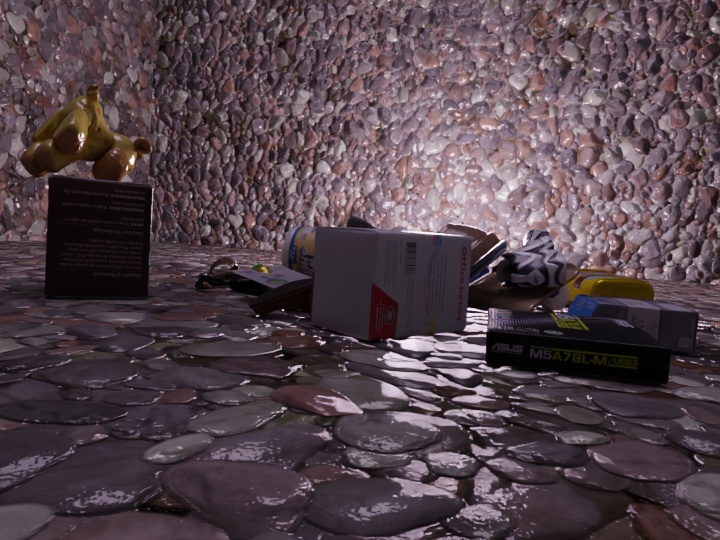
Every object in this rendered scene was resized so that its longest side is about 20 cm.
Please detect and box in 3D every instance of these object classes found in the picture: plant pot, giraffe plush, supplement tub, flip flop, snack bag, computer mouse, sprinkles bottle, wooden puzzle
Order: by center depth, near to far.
[{"bbox_3d":[-0.499,-0.229,1.040,0.171,0.202,0.162,-8,-37,34],"label":"giraffe plush"},{"bbox_3d":[0.166,-0.025,1.077,0.200,0.093,0.201,-40,-6,-5],"label":"plant pot"},{"bbox_3d":[0.224,0.006,1.119,0.021,0.188,0.200,49,14,7],"label":"snack bag"},{"bbox_3d":[0.322,0.040,1.137,0.199,0.047,0.184,-32,24,-33],"label":"wooden puzzle"},{"bbox_3d":[-0.255,0.021,1.154,0.199,0.047,0.140,8,4,44],"label":"computer mouse"},{"bbox_3d":[0.392,0.044,1.259,0.067,0.069,0.200,3,4,-12],"label":"sprinkles bottle"},{"bbox_3d":[-0.330,-0.003,1.346,0.080,0.058,0.200,2,4,-23],"label":"flip flop"},{"bbox_3d":[-0.080,-0.033,1.368,0.198,0.146,0.145,4,4,17],"label":"supplement tub"}]

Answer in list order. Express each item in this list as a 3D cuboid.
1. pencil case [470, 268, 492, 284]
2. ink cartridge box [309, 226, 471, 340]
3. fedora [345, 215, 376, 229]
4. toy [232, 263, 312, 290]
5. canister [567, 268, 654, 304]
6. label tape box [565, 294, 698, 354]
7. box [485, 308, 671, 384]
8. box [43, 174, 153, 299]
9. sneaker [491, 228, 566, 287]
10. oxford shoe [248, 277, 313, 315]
[{"bbox_3d":[0.241,0.020,1.365,0.087,0.079,0.199,-34,25,-30],"label":"pencil case"},{"bbox_3d":[0.048,0.014,0.819,0.199,0.147,0.144,1,4,-40],"label":"ink cartridge box"},{"bbox_3d":[0.000,0.000,1.037,0.090,0.179,0.199,-25,-29,29],"label":"fedora"},{"bbox_3d":[-0.136,0.034,1.019,0.114,0.048,0.199,-8,22,-43],"label":"toy"},{"bbox_3d":[0.535,0.047,1.233,0.147,0.088,0.200,3,6,-3],"label":"canister"},{"bbox_3d":[0.380,0.075,0.846,0.198,0.064,0.144,5,4,9],"label":"label tape box"},{"bbox_3d":[0.255,0.087,0.691,0.191,0.048,0.200,2,4,14],"label":"box"},{"bbox_3d":[-0.467,-0.059,0.997,0.163,0.203,0.166,2,5,-24],"label":"box"},{"bbox_3d":[0.323,-0.023,1.114,0.128,0.080,0.200,-7,31,4],"label":"sneaker"},{"bbox_3d":[-0.077,0.047,0.881,0.198,0.072,0.071,-14,13,-9],"label":"oxford shoe"}]
